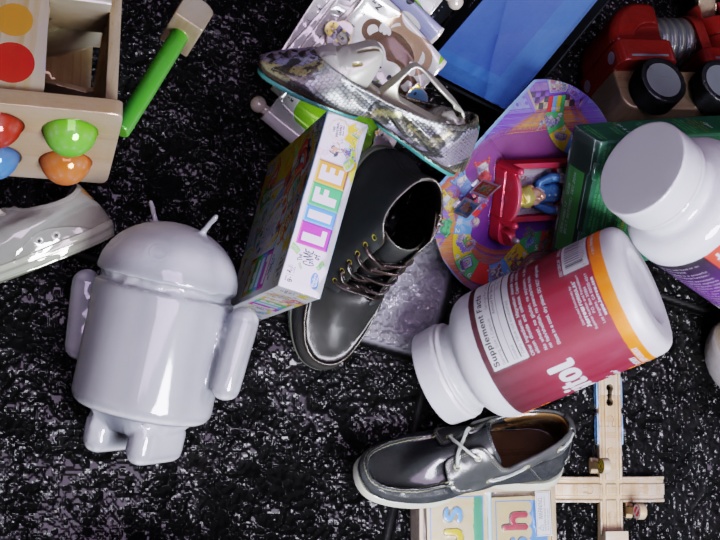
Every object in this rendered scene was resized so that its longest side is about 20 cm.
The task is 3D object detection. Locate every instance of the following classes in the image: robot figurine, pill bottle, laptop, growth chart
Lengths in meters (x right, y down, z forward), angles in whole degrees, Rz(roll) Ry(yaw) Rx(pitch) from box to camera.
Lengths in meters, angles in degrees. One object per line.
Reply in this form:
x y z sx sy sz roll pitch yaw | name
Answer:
-0.161 0.048 0.979 0.168 0.113 0.202 13 91 18 | robot figurine
0.148 0.053 1.038 0.199 0.113 0.114 -26 92 22 | pill bottle
0.101 -0.268 1.102 0.178 0.103 0.200 -50 115 -16 | laptop
0.001 -0.178 1.047 0.144 0.018 0.201 29 93 -15 | growth chart
0.291 -0.041 1.025 0.199 0.111 0.112 29 76 -34 | pill bottle

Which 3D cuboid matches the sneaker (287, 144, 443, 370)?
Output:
0.000 0.000 1.020 0.074 0.106 0.202 15 101 -21 | sneaker

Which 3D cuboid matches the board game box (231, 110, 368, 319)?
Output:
-0.054 -0.037 0.983 0.034 0.200 0.136 17 79 -14 | board game box

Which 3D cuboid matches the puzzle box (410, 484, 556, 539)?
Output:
0.109 0.288 1.086 0.132 0.025 0.202 0 84 -16 | puzzle box

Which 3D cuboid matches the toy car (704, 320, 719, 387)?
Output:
0.426 0.044 1.155 0.199 0.175 0.151 27 41 -11 | toy car

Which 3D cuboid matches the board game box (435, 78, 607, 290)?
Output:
0.159 -0.062 1.090 0.200 0.039 0.158 -47 123 -6 | board game box

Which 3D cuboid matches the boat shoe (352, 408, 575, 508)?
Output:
0.090 0.155 1.064 0.198 0.068 0.072 -4 53 -18 | boat shoe

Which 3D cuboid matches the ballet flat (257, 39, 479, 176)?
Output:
0.014 -0.148 1.008 0.199 0.072 0.073 25 77 -21 | ballet flat

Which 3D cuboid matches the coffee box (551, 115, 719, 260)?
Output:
0.269 -0.072 1.097 0.198 0.044 0.124 -8 120 -25 | coffee box

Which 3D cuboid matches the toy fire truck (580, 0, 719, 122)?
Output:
0.295 -0.228 1.162 0.174 0.129 0.202 -2 67 -21 | toy fire truck

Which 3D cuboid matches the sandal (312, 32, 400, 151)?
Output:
-0.006 -0.133 1.089 0.081 0.055 0.202 -5 99 -11 | sandal

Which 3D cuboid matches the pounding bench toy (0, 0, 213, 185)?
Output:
-0.215 -0.150 0.970 0.198 0.124 0.158 3 69 -16 | pounding bench toy

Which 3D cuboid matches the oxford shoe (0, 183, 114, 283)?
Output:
-0.292 -0.016 0.977 0.199 0.075 0.058 -25 97 -25 | oxford shoe

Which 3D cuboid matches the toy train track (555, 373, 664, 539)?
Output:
0.232 0.157 1.133 0.114 0.033 0.202 2 82 -16 | toy train track
